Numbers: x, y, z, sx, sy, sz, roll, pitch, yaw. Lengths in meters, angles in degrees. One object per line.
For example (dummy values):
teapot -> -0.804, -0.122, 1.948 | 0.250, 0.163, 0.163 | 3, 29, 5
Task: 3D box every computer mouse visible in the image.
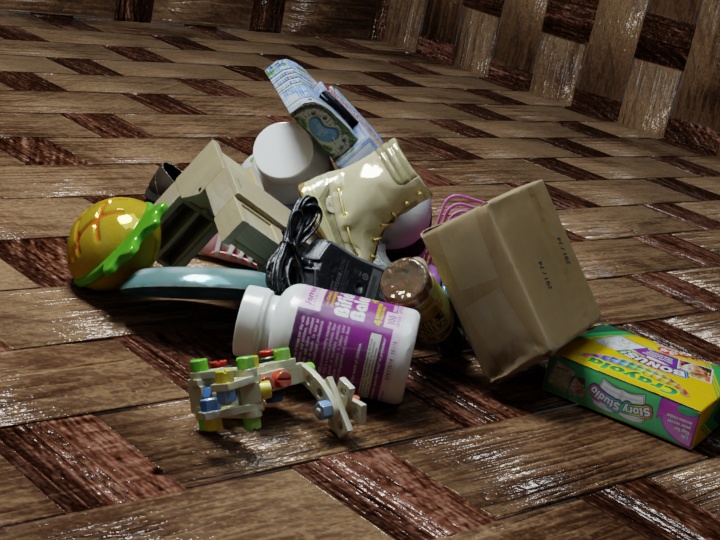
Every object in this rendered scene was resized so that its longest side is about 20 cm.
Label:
computer mouse -> -0.028, 0.013, 1.621 | 0.200, 0.139, 0.053 | 35, -32, -23

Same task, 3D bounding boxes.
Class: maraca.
maraca -> -0.298, -0.034, 1.649 | 0.107, 0.137, 0.200 | 41, -20, -20

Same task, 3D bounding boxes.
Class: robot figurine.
robot figurine -> 0.038, -0.065, 1.908 | 0.150, 0.125, 0.200 | 48, -15, 15

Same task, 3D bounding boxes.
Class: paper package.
paper package -> 0.190, 0.009, 1.640 | 0.103, 0.200, 0.191 | -26, -1, 32

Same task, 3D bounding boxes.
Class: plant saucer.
plant saucer -> -0.191, 0.016, 1.615 | 0.200, 0.027, 0.200 | 0, -6, 0

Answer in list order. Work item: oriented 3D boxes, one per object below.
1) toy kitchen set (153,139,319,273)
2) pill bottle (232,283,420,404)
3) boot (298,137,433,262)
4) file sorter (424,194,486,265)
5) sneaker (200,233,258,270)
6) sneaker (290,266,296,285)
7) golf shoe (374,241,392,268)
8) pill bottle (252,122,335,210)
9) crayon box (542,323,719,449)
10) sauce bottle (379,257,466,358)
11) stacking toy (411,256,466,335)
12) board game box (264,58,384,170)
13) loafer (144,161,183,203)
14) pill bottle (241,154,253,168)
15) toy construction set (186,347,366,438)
toy kitchen set -> -0.167, -0.021, 1.721 | 0.163, 0.180, 0.200 | 35, 17, -34
pill bottle -> -0.039, 0.077, 1.512 | 0.200, 0.113, 0.112 | 13, 17, 2
boot -> 0.029, -0.054, 1.715 | 0.155, 0.200, 0.073 | -27, -4, -1
file sorter -> 0.165, -0.011, 1.862 | 0.125, 0.139, 0.200 | 15, 17, -5
sneaker -> -0.145, -0.036, 1.861 | 0.200, 0.076, 0.105 | 12, 11, -12
sneaker -> -0.060, 0.036, 1.734 | 0.082, 0.073, 0.200 | -31, 40, -6
golf shoe -> 0.000, 0.000, 1.791 | 0.200, 0.078, 0.097 | 35, 36, 15
pill bottle -> -0.090, -0.132, 1.865 | 0.109, 0.109, 0.200 | 15, -14, 12
crayon box -> 0.354, 0.139, 1.662 | 0.200, 0.058, 0.172 | 21, 19, 28
sauce bottle -> 0.084, 0.052, 1.614 | 0.066, 0.066, 0.200 | 22, -14, 31
stacking toy -> 0.141, 0.054, 1.739 | 0.200, 0.086, 0.085 | 22, 14, -16
board game box -> -0.025, -0.187, 1.804 | 0.200, 0.062, 0.200 | 44, 8, -35
loafer -> -0.250, -0.117, 2.059 | 0.200, 0.072, 0.073 | 20, 19, 26
pill bottle -> -0.103, -0.109, 2.063 | 0.111, 0.111, 0.200 | 0, 21, -33
toy construction set -> -0.093, 0.122, 1.370 | 0.200, 0.092, 0.131 | 8, -9, -37
